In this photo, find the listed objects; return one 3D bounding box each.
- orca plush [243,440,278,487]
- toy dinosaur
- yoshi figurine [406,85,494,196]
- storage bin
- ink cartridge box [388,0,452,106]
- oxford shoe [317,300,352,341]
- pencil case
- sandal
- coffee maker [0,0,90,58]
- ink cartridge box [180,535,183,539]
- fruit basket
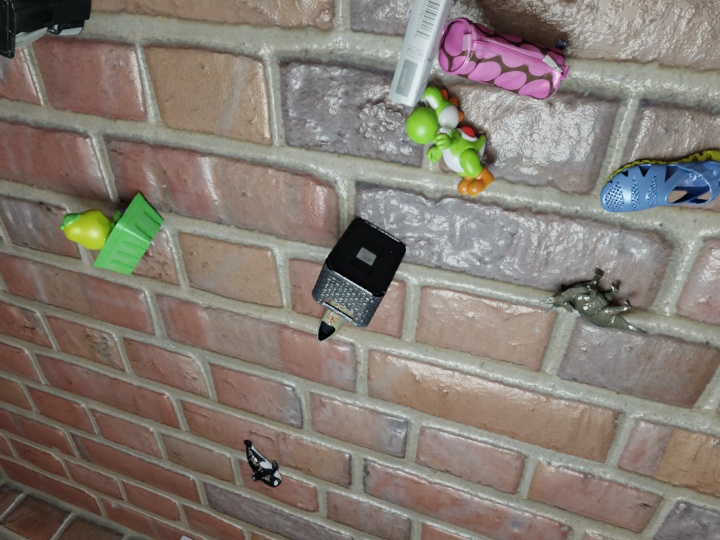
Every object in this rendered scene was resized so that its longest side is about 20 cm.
[{"bbox_3d":[-0.336,0.662,1.756,0.103,0.071,0.204,-6,119,26],"label":"orca plush"},{"bbox_3d":[0.459,0.066,1.027,0.196,0.078,0.103,25,140,0],"label":"toy dinosaur"},{"bbox_3d":[0.148,-0.221,0.941,0.111,0.112,0.202,-23,108,40],"label":"yoshi figurine"},{"bbox_3d":[0.000,0.000,1.088,0.133,0.201,0.095,29,129,2],"label":"storage bin"},{"bbox_3d":[0.109,-0.360,0.800,0.056,0.201,0.165,25,128,10],"label":"ink cartridge box"},{"bbox_3d":[-0.050,0.098,1.255,0.069,0.075,0.202,29,128,3],"label":"oxford shoe"},{"bbox_3d":[0.218,-0.321,0.799,0.195,0.094,0.093,3,113,-22],"label":"pencil case"},{"bbox_3d":[0.493,-0.136,0.858,0.196,0.088,0.081,-14,118,32],"label":"sandal"},{"bbox_3d":[-0.624,-0.527,1.013,0.189,0.201,0.136,-24,113,36],"label":"coffee maker"},{"bbox_3d":[-0.721,1.279,2.324,0.195,0.084,0.148,21,128,9],"label":"ink cartridge box"},{"bbox_3d":[-0.629,-0.103,1.323,0.209,0.158,0.219,5,134,6],"label":"fruit basket"}]
